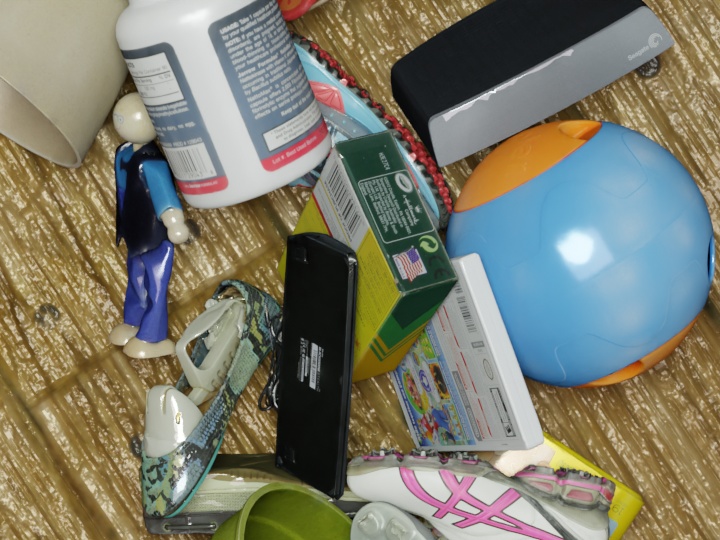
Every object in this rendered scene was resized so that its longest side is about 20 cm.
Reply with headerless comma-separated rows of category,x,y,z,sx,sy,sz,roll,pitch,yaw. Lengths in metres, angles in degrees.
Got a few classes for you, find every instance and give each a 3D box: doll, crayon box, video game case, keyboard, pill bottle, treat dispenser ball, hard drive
doll,-0.164,-0.037,1.384,0.048,0.136,0.201,-5,104,-25
crayon box,0.000,0.000,1.348,0.051,0.200,0.127,-15,70,-23
video game case,0.064,0.066,1.347,0.018,0.200,0.144,-21,92,-22
keyboard,-0.030,0.063,1.350,0.040,0.104,0.200,-13,118,-40
pill bottle,-0.109,-0.158,1.308,0.119,0.120,0.200,-21,108,1
treat dispenser ball,0.163,-0.012,1.342,0.200,0.201,0.201,0,91,0
hard drive,0.124,-0.164,1.377,0.200,0.135,0.042,-28,126,0

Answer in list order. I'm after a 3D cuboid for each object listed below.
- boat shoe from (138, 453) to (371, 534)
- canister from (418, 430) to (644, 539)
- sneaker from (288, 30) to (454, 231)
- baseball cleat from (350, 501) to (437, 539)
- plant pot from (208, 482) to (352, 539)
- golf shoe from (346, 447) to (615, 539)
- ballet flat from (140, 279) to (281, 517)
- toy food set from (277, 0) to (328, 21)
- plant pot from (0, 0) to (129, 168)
boat shoe,-0.075,0.182,1.415,0.200,0.072,0.066,2,104,3
canister,0.109,0.222,1.403,0.148,0.087,0.200,33,89,1
sneaker,-0.013,-0.092,1.415,0.200,0.079,0.096,45,102,7
baseball cleat,0.068,0.253,1.317,0.070,0.106,0.200,-39,76,18
plant pot,-0.088,0.287,1.307,0.193,0.200,0.201,-35,90,23
golf shoe,0.085,0.180,1.328,0.199,0.073,0.092,9,87,4
ballet flat,-0.128,0.091,1.381,0.074,0.074,0.200,26,62,0
toy food set,-0.050,-0.282,1.370,0.200,0.049,0.198,8,80,36
plant pot,-0.232,-0.213,1.369,0.187,0.187,0.200,34,76,0
